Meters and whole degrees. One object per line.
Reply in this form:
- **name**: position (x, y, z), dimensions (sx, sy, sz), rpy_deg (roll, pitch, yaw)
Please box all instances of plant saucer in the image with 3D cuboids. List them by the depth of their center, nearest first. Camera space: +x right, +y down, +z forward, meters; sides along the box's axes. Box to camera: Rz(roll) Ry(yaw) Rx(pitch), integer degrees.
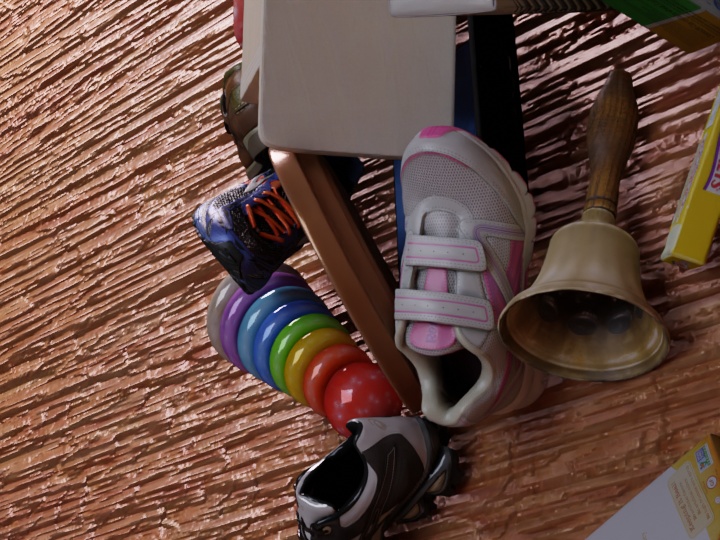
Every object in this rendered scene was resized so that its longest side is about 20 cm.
- **plant saucer**: position (0.000, 0.000, 1.393), dimensions (0.032, 0.201, 0.201), rpy_deg (-29, 44, 3)

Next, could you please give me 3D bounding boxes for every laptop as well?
- **laptop**: position (0.051, -0.101, 1.430), dimensions (0.115, 0.200, 0.188), rpy_deg (-11, 61, 14)

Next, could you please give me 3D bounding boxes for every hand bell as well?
- **hand bell**: position (0.149, -0.043, 1.306), dimensions (0.104, 0.104, 0.201), rpy_deg (-27, 42, 45)

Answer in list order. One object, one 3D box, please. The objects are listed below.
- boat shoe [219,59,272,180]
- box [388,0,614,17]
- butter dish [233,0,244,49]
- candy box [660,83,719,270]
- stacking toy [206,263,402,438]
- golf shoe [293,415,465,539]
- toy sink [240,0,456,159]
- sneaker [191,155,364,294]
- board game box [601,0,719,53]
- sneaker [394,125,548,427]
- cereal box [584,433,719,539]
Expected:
- **boat shoe**: position (-0.066, -0.115, 1.558), dimensions (0.068, 0.072, 0.200), rpy_deg (60, 173, 4)
- **box**: position (0.101, -0.194, 1.311), dimensions (0.082, 0.200, 0.069), rpy_deg (1, 98, 36)
- **butter dish**: position (-0.039, -0.226, 1.554), dimensions (0.200, 0.147, 0.201), rpy_deg (-178, 104, -71)
- **candy box**: position (0.220, -0.099, 1.223), dimensions (0.102, 0.026, 0.201), rpy_deg (10, -81, -87)
- **stacking toy**: position (-0.034, 0.066, 1.485), dimensions (0.200, 0.085, 0.086), rpy_deg (39, 106, 54)
- **golf shoe**: position (-0.020, 0.170, 1.411), dimensions (0.200, 0.094, 0.078), rpy_deg (-57, 38, 21)
- **toy sink**: position (-0.010, -0.164, 1.405), dimensions (0.112, 0.130, 0.201), rpy_deg (140, 132, -75)
- **sneaker**: position (-0.057, -0.048, 1.509), dimensions (0.078, 0.075, 0.200), rpy_deg (-40, 4, 27)
- **board game box**: position (0.170, -0.254, 1.301), dimensions (0.040, 0.153, 0.201), rpy_deg (-22, 56, 41)
- **sneaker**: position (0.062, 0.011, 1.297), dimensions (0.081, 0.088, 0.201), rpy_deg (-2, 112, 33)
- **cereal box**: position (0.163, 0.208, 1.187), dimensions (0.200, 0.039, 0.144), rpy_deg (-46, 41, 31)
